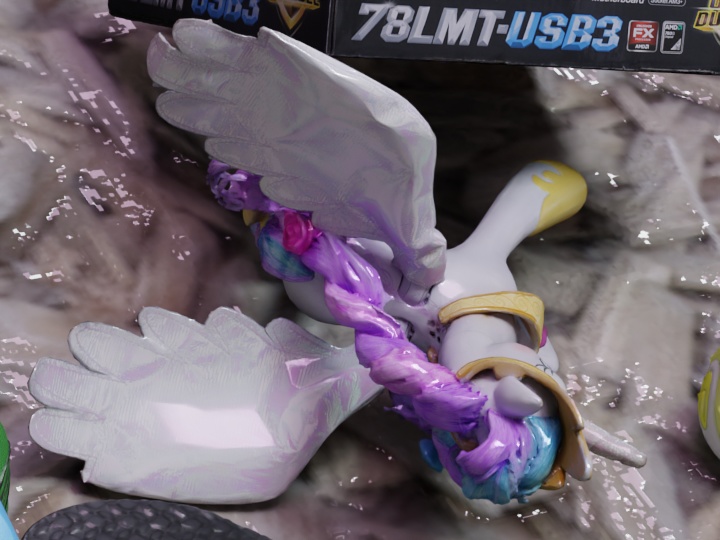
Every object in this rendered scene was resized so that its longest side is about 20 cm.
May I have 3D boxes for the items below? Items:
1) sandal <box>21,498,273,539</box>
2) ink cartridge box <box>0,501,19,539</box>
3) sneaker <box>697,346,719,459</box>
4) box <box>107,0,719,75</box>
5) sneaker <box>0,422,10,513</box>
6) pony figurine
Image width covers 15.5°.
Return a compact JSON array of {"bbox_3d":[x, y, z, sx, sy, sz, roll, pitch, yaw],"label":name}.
[{"bbox_3d":[-0.016,0.124,0.818,0.199,0.045,0.075,17,41,-23],"label":"sandal"},{"bbox_3d":[-0.110,0.159,0.654,0.116,0.068,0.201,-18,73,-35],"label":"ink cartridge box"},{"bbox_3d":[0.226,0.041,0.947,0.199,0.105,0.076,7,39,-11],"label":"sneaker"},{"bbox_3d":[0.031,-0.106,1.013,0.197,0.050,0.200,0,9,-28],"label":"box"},{"bbox_3d":[-0.169,0.100,0.748,0.078,0.086,0.200,26,40,12],"label":"sneaker"},{"bbox_3d":[0.000,0.000,0.902,0.192,0.167,0.200,19,22,-8],"label":"pony figurine"}]
